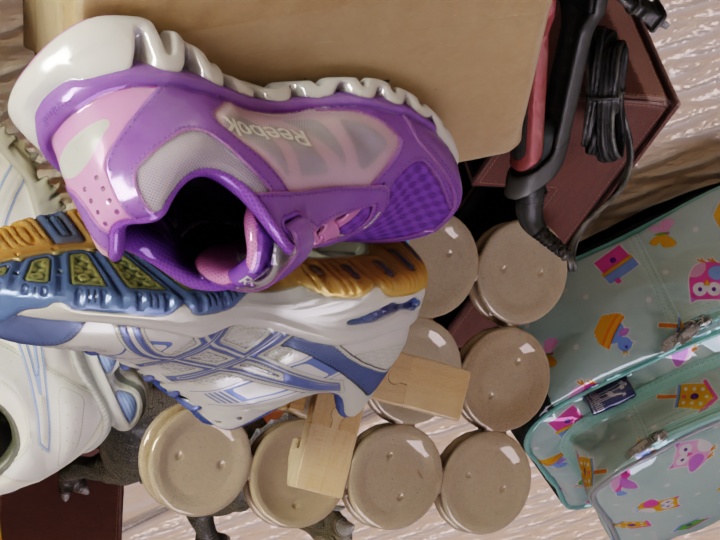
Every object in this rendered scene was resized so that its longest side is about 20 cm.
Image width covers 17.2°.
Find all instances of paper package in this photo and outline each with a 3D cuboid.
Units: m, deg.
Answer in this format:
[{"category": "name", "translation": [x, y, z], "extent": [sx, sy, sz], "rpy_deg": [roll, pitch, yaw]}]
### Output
[{"category": "paper package", "translation": [-0.028, -0.123, 0.940], "extent": [0.200, 0.104, 0.191], "rpy_deg": [-11, 147, -14]}]

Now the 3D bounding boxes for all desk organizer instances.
[{"category": "desk organizer", "translation": [0.064, -0.045, 1.144], "extent": [0.077, 0.072, 0.200], "rpy_deg": [2, 142, -28]}, {"category": "desk organizer", "translation": [-0.193, 0.162, 1.259], "extent": [0.072, 0.077, 0.200], "rpy_deg": [15, 144, -23]}]

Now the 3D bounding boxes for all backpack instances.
[{"category": "backpack", "translation": [0.174, 0.047, 1.271], "extent": [0.200, 0.153, 0.176], "rpy_deg": [-34, 152, 0]}]

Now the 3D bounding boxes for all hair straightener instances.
[{"category": "hair straightener", "translation": [0.103, -0.096, 1.024], "extent": [0.077, 0.041, 0.201], "rpy_deg": [-7, 109, -21]}]

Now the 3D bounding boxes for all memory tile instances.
[{"category": "memory tile", "translation": [0.000, 0.043, 1.081], "extent": [0.200, 0.154, 0.017], "rpy_deg": [7, -177, -29]}]

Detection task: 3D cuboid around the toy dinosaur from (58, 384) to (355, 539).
[{"category": "toy dinosaur", "translation": [-0.091, 0.082, 1.155], "extent": [0.200, 0.077, 0.102], "rpy_deg": [23, 136, -2]}]

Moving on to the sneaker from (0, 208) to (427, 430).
[{"category": "sneaker", "translation": [-0.068, 0.028, 0.955], "extent": [0.200, 0.075, 0.088], "rpy_deg": [2, 122, -26]}]

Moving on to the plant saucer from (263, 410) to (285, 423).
[{"category": "plant saucer", "translation": [-0.090, 0.031, 1.151], "extent": [0.200, 0.038, 0.200], "rpy_deg": [4, 153, 2]}]

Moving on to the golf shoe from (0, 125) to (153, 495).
[{"category": "golf shoe", "translation": [-0.167, 0.008, 1.006], "extent": [0.097, 0.078, 0.200], "rpy_deg": [-41, 119, -26]}]

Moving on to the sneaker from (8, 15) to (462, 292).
[{"category": "sneaker", "translation": [-0.037, -0.028, 0.899], "extent": [0.200, 0.089, 0.080], "rpy_deg": [10, 136, -41]}]

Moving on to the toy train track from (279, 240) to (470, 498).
[{"category": "toy train track", "translation": [0.000, 0.000, 1.052], "extent": [0.114, 0.200, 0.033], "rpy_deg": [17, 173, -21]}]
